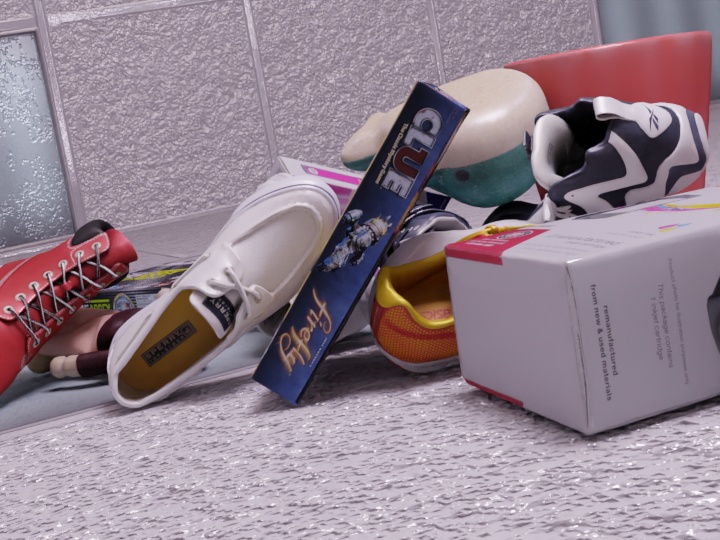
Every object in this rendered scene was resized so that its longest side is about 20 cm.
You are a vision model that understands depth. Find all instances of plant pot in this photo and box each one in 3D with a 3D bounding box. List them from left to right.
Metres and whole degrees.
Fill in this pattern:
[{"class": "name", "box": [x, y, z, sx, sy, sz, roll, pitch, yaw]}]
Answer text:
[{"class": "plant pot", "box": [0.243, -0.121, 1.126, 0.197, 0.181, 0.200, -9, 6, 1]}]

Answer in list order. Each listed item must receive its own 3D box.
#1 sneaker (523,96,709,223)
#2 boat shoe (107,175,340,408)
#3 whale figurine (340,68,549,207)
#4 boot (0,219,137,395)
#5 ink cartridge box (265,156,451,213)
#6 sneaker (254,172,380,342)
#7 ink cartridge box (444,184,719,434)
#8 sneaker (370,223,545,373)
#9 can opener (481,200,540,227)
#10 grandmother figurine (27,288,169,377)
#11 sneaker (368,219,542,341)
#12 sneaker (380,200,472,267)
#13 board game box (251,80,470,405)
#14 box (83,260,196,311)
[{"class": "sneaker", "box": [0.153, -0.067, 0.908, 0.128, 0.081, 0.199, 15, -31, -30]}, {"class": "boat shoe", "box": [-0.091, 0.018, 0.787, 0.199, 0.071, 0.070, -38, 17, 6]}, {"class": "whale figurine", "box": [0.080, -0.108, 1.072, 0.197, 0.105, 0.160, -5, 32, 36]}, {"class": "boot", "box": [-0.242, 0.026, 0.903, 0.142, 0.073, 0.201, -25, 22, 12]}, {"class": "ink cartridge box", "box": [-0.007, -0.039, 1.092, 0.197, 0.096, 0.037, 9, 32, -36]}, {"class": "sneaker", "box": [-0.055, -0.008, 0.920, 0.099, 0.075, 0.200, -34, 37, -6]}, {"class": "ink cartridge box", "box": [0.163, 0.010, 0.625, 0.197, 0.087, 0.147, -14, 8, -19]}, {"class": "sneaker", "box": [0.101, 0.005, 0.730, 0.197, 0.078, 0.073, -20, 54, -17]}, {"class": "can opener", "box": [0.191, -0.039, 1.040, 0.197, 0.064, 0.079, -14, 30, 14]}, {"class": "grandmother figurine", "box": [-0.185, 0.053, 0.938, 0.198, 0.061, 0.121, 2, 41, 48]}, {"class": "sneaker", "box": [0.102, 0.004, 0.809, 0.114, 0.075, 0.199, 1, 18, 41]}, {"class": "sneaker", "box": [0.000, -0.002, 0.992, 0.200, 0.078, 0.146, -23, 18, -13]}, {"class": "board game box", "box": [0.005, -0.023, 0.756, 0.034, 0.202, 0.136, 30, 11, 1]}, {"class": "box", "box": [-0.191, 0.024, 1.193, 0.198, 0.045, 0.159, -3, 11, 44]}]
